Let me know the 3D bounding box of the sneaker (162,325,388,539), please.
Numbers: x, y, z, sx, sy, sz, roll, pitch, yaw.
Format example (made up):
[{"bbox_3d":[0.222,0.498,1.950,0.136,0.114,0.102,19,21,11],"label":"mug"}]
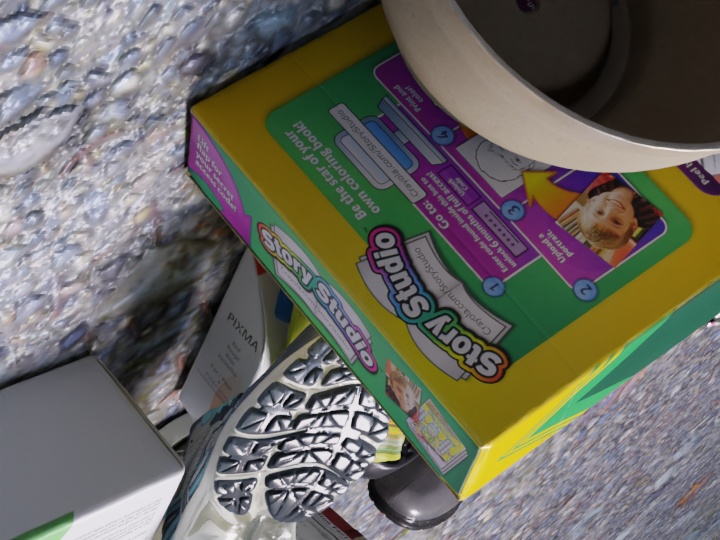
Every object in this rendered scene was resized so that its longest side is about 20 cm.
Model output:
[{"bbox_3d":[-0.055,0.089,0.832,0.077,0.086,0.200,12,125,-30],"label":"sneaker"}]

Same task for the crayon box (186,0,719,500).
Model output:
[{"bbox_3d":[0.050,-0.028,0.740,0.172,0.200,0.058,-32,158,-22],"label":"crayon box"}]

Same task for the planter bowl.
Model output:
[{"bbox_3d":[0.089,-0.127,0.673,0.200,0.201,0.135,-33,180,-22],"label":"planter bowl"}]

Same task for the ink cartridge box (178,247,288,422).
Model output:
[{"bbox_3d":[0.000,0.000,0.913,0.162,0.050,0.200,-22,153,-42],"label":"ink cartridge box"}]

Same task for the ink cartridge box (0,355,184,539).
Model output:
[{"bbox_3d":[-0.191,0.155,0.829,0.146,0.084,0.200,-21,150,-42],"label":"ink cartridge box"}]

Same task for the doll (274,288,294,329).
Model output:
[{"bbox_3d":[0.016,-0.015,0.852,0.137,0.048,0.200,-52,142,11],"label":"doll"}]

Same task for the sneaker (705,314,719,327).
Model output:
[{"bbox_3d":[0.185,-0.002,0.914,0.200,0.086,0.080,-36,131,-3],"label":"sneaker"}]

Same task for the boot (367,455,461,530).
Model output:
[{"bbox_3d":[0.089,0.104,1.248,0.200,0.070,0.132,-34,156,-49],"label":"boot"}]

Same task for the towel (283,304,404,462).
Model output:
[{"bbox_3d":[-0.002,0.053,0.877,0.086,0.018,0.200,-9,148,-16],"label":"towel"}]

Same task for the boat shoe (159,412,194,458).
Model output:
[{"bbox_3d":[-0.043,0.098,1.004,0.201,0.060,0.072,-26,151,-36],"label":"boat shoe"}]

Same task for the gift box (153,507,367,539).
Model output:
[{"bbox_3d":[-0.084,0.257,1.085,0.200,0.184,0.187,8,118,-58],"label":"gift box"}]

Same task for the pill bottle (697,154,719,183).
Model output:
[{"bbox_3d":[0.188,-0.060,0.850,0.199,0.113,0.112,-8,160,9],"label":"pill bottle"}]

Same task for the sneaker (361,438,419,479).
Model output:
[{"bbox_3d":[0.034,0.088,1.140,0.200,0.072,0.083,-22,177,-42],"label":"sneaker"}]
